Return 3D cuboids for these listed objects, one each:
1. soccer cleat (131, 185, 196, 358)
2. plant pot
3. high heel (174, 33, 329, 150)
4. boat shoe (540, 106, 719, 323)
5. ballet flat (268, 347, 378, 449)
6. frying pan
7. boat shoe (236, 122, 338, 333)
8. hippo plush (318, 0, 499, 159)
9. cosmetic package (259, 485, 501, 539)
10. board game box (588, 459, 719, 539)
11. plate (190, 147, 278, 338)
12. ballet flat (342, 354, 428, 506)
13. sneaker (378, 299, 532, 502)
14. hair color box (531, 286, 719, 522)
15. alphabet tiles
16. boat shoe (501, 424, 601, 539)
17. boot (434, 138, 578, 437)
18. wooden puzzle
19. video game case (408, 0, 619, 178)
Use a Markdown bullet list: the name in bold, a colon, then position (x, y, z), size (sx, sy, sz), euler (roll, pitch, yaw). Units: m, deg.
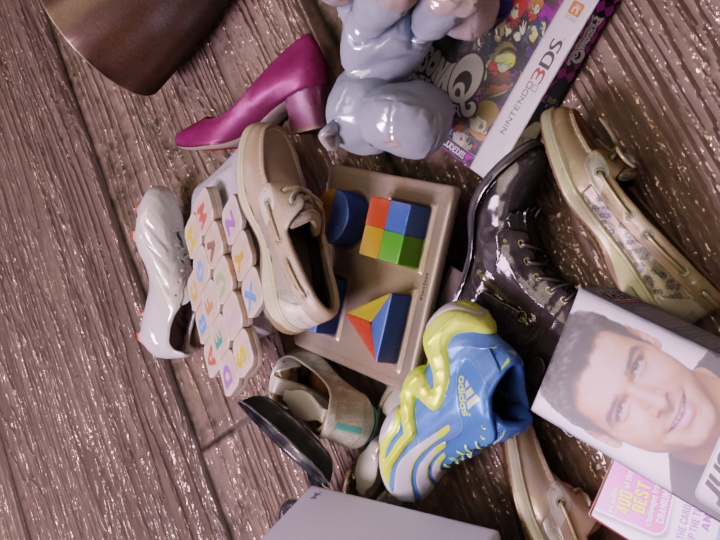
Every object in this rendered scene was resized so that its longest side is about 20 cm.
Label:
- **soccer cleat**: position (-0.216, 0.003, 1.066), size (0.077, 0.069, 0.201), euler (9, 103, 34)
- **plant pot**: position (-0.214, -0.326, 1.005), size (0.200, 0.187, 0.187), euler (-35, 68, 19)
- **high heel**: position (-0.118, -0.182, 0.980), size (0.199, 0.067, 0.097), euler (-7, 94, 25)
- **boat shoe**: position (0.207, -0.047, 0.717), size (0.063, 0.073, 0.201), euler (-33, 81, 28)
- **ballet flat**: position (-0.053, 0.114, 0.891), size (0.200, 0.062, 0.068), euler (17, 93, 59)
- **frying pan**: position (-0.045, 0.180, 0.863), size (0.031, 0.190, 0.115), euler (-47, 28, -15)
- **boat shoe**: position (-0.061, -0.046, 0.845), size (0.065, 0.072, 0.201), euler (-22, 73, 40)
- **hippo plush**: position (0.007, -0.176, 0.771), size (0.200, 0.159, 0.161), euler (19, 102, 37)
- **cosmetic package**: position (0.025, 0.311, 0.780), size (0.199, 0.123, 0.201), euler (2, 118, 39)
- **board game box**: position (0.277, 0.154, 0.640), size (0.200, 0.040, 0.154), euler (29, 108, 36)
- **plate**: position (-0.132, -0.024, 0.972), size (0.199, 0.032, 0.201), euler (-27, 71, 58)
- **ballet flat**: position (0.038, 0.146, 0.855), size (0.076, 0.064, 0.201), euler (29, 108, 34)
- **sneaker**: position (0.078, 0.130, 0.761), size (0.105, 0.076, 0.201), euler (40, 127, 44)
- **hair color box**: position (0.224, 0.096, 0.618), size (0.200, 0.061, 0.099), euler (29, 108, 36)
- **alphabet tiles**: position (-0.142, 0.021, 0.945), size (0.196, 0.015, 0.201), euler (-51, 52, 53)
- **boat shoe**: position (0.163, 0.208, 0.758), size (0.065, 0.072, 0.201), euler (-15, 65, 2)
- **boot**: position (0.160, 0.013, 0.759), size (0.174, 0.069, 0.201), euler (36, 121, 32)
- **wooden puzzle**: position (0.000, 0.000, 0.860), size (0.200, 0.046, 0.186), euler (18, 97, 52)
- **video game case**: position (0.099, -0.202, 0.821), size (0.200, 0.036, 0.182), euler (43, 115, 31)
